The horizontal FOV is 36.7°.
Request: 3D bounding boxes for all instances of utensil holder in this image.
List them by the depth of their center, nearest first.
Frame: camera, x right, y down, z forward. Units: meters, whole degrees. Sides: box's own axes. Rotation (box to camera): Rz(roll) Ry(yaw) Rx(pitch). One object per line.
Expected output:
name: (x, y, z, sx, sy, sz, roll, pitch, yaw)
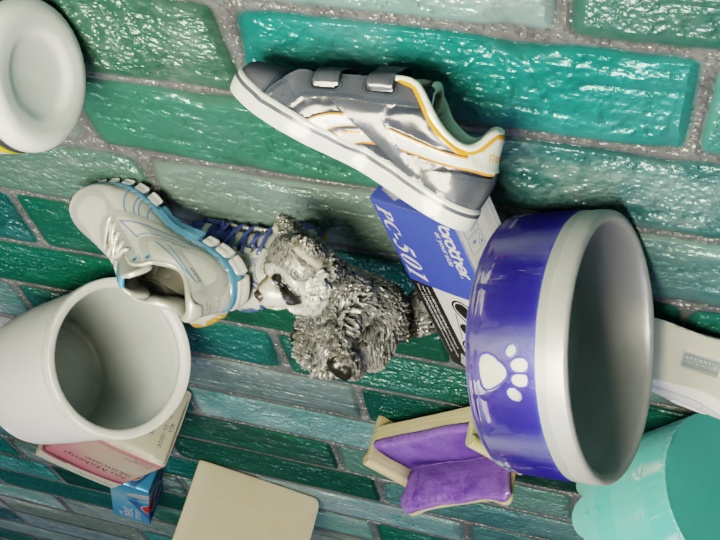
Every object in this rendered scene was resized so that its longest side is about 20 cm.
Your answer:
utensil holder: (-0.311, 0.109, 1.209, 0.169, 0.172, 0.199, 35, 149, -29)

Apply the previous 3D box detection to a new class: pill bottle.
pill bottle: (-0.317, -0.144, 0.828, 0.197, 0.113, 0.112, 2, 148, 26)

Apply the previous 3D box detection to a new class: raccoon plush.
raccoon plush: (0.000, 0.000, 0.926, 0.096, 0.199, 0.136, 18, 126, 44)

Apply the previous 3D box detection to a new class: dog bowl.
dog bowl: (0.156, 0.056, 0.820, 0.078, 0.202, 0.200, 1, 147, 32)

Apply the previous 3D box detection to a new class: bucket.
bucket: (0.324, 0.245, 1.063, 0.205, 0.209, 0.135, 26, 144, -15)

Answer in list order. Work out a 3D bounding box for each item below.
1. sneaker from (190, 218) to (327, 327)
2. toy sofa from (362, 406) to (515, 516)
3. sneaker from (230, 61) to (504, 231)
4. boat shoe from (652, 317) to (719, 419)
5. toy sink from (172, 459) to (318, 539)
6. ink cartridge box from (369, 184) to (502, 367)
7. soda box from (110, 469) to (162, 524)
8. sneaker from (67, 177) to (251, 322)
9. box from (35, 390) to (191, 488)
sneaker: (-0.119, -0.010, 0.994, 0.199, 0.076, 0.088, -23, 115, 38)
toy sofa: (0.093, 0.211, 1.233, 0.082, 0.099, 0.199, 32, 149, -26)
sneaker: (0.008, -0.110, 0.753, 0.198, 0.078, 0.080, 29, 109, 6)
boat shoe: (0.300, 0.095, 0.954, 0.197, 0.073, 0.068, 15, 174, -9)
toy sink: (-0.178, 0.396, 1.670, 0.197, 0.132, 0.112, 18, 152, -2)
ink cartridge box: (0.086, 0.010, 0.877, 0.093, 0.044, 0.201, 21, 149, 45)
soda box: (-0.361, 0.348, 1.757, 0.067, 0.065, 0.201, 18, 152, -1)
sneaker: (-0.195, -0.017, 0.957, 0.198, 0.086, 0.076, 28, 124, 24)
box: (-0.331, 0.204, 1.443, 0.127, 0.110, 0.199, 29, 149, -21)
